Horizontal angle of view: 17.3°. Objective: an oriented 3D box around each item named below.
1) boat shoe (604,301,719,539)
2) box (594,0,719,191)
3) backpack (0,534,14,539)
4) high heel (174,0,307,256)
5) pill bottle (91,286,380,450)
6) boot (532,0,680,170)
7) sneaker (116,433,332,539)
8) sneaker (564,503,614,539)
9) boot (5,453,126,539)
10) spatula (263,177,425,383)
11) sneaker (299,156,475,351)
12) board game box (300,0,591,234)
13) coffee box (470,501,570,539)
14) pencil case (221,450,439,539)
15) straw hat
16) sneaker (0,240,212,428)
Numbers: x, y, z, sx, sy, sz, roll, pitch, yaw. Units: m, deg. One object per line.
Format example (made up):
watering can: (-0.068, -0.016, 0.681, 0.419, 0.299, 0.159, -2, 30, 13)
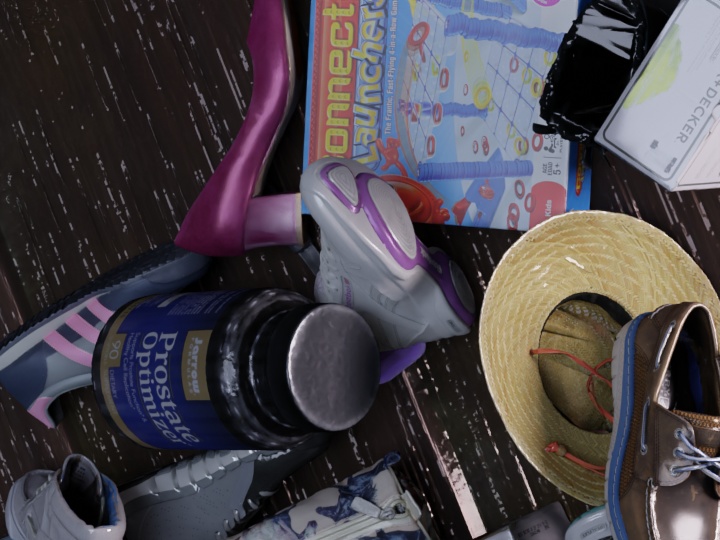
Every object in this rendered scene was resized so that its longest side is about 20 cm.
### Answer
boat shoe: (0.199, 0.112, 1.491, 0.072, 0.072, 0.200, -40, 48, 54)
box: (0.228, -0.114, 1.485, 0.060, 0.200, 0.117, 36, 107, 17)
backpack: (-0.243, 0.288, 1.739, 0.200, 0.154, 0.163, 23, 142, 11)
high heel: (-0.089, -0.111, 1.681, 0.096, 0.067, 0.200, -2, 96, 6)
pill bottle: (-0.084, 0.068, 1.618, 0.200, 0.112, 0.112, -5, 92, 47)
boot: (0.182, -0.164, 1.521, 0.073, 0.162, 0.198, 25, 102, 18)
sneaker: (-0.085, 0.180, 1.711, 0.200, 0.075, 0.116, -23, 89, 33)
sneaker: (0.202, 0.242, 1.537, 0.078, 0.091, 0.200, -34, 120, 25)
boot: (-0.206, 0.172, 1.704, 0.200, 0.074, 0.096, -130, 47, -57)
spatula: (-0.033, -0.005, 1.697, 0.057, 0.021, 0.200, -39, 75, 5)
sneaker: (0.000, 0.000, 1.594, 0.100, 0.200, 0.075, -21, 49, 18)
board game box: (0.062, -0.130, 1.631, 0.196, 0.056, 0.200, 4, 95, 22)
coffee box: (0.052, 0.240, 1.628, 0.200, 0.113, 0.080, -28, 83, 23)
pencil case: (-0.046, 0.201, 1.643, 0.200, 0.089, 0.078, -26, 69, -2)
straw hat: (0.148, 0.066, 1.588, 0.201, 0.201, 0.085, 68, 155, 6)
sneaker: (-0.179, 0.045, 1.748, 0.200, 0.070, 0.082, -29, 101, 23)
